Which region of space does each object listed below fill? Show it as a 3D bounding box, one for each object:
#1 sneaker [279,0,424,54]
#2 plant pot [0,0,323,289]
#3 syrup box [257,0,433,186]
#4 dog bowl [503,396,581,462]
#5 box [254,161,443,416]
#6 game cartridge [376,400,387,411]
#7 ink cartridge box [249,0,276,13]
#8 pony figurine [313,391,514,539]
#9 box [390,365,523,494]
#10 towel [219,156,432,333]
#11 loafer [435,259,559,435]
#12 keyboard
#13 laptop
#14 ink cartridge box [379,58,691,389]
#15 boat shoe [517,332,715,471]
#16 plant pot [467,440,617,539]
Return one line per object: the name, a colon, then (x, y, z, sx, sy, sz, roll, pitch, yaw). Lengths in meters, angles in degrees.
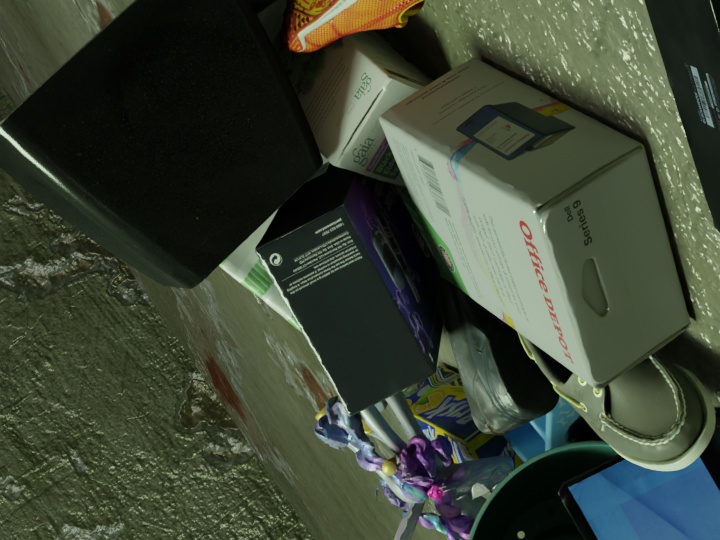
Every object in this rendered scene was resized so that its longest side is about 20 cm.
sneaker: (-0.002, -0.185, 1.080, 0.200, 0.076, 0.074, -3, 75, 65)
plant pot: (-0.143, -0.098, 1.153, 0.178, 0.200, 0.199, 48, 168, -12)
syrup box: (-0.024, -0.156, 1.201, 0.081, 0.079, 0.200, 13, -153, -47)
dog bowl: (0.144, 0.095, 1.267, 0.112, 0.049, 0.201, 51, 165, 29)
box: (0.000, 0.000, 1.180, 0.142, 0.078, 0.200, 63, -167, -14)
game cartridge: (-0.001, 0.040, 1.491, 0.201, 0.040, 0.134, -83, -29, -56)
ink cartridge box: (-0.079, -0.291, 1.096, 0.199, 0.040, 0.203, -179, 82, -74)
pony figurine: (0.050, 0.175, 1.322, 0.200, 0.167, 0.193, 47, -165, 5)
box: (0.101, 0.150, 1.490, 0.065, 0.070, 0.200, 60, 166, -16)
towel: (-0.031, -0.031, 1.289, 0.200, 0.153, 0.023, 40, 180, -14)
loafer: (0.084, 0.026, 1.175, 0.072, 0.072, 0.202, -41, 54, 49)
keyboard: (0.191, -0.084, 0.782, 0.201, 0.020, 0.127, 65, 171, -28)
laptop: (0.243, 0.193, 1.011, 0.178, 0.103, 0.200, 59, 166, -3)
ink cartridge box: (0.112, -0.034, 1.024, 0.200, 0.087, 0.146, 41, 158, 55)
boat shoe: (0.164, 0.068, 1.047, 0.060, 0.072, 0.202, 36, -175, -28)
plant pot: (0.169, 0.234, 1.191, 0.202, 0.199, 0.161, 57, 174, 6)
